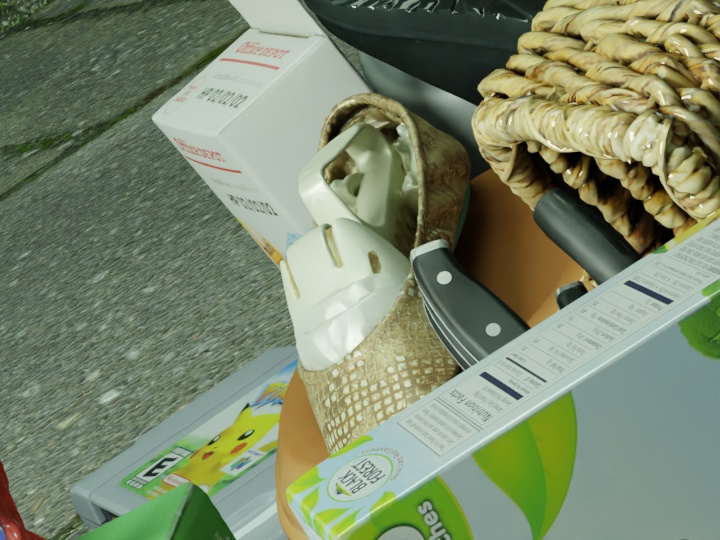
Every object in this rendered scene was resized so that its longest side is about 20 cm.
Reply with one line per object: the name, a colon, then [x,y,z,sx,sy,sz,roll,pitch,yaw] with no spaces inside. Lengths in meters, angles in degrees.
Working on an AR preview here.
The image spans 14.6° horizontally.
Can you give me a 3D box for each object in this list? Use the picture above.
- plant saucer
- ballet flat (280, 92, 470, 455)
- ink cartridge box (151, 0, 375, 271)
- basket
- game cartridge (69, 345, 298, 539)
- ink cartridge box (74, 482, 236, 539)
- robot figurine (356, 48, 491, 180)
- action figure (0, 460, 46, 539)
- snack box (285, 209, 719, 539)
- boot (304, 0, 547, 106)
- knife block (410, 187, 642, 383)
plant saucer: [0.041,0.023,1.012,0.200,0.037,0.200,-37,23,19]
ballet flat: [0.000,0.000,0.987,0.070,0.065,0.200,-39,22,20]
ink cartridge box: [-0.019,-0.042,1.231,0.068,0.200,0.115,-43,17,-10]
basket: [0.122,0.003,0.827,0.143,0.200,0.149,-25,26,46]
game cartridge: [-0.040,0.081,1.208,0.133,0.041,0.200,-31,15,-18]
ink cartridge box: [-0.056,0.170,0.734,0.084,0.146,0.200,-27,15,17]
robot figurine: [0.073,-0.087,1.280,0.169,0.200,0.113,-16,51,21]
action figure: [-0.126,0.082,0.696,0.065,0.099,0.200,-29,12,13]
snack box: [0.093,0.095,0.596,0.142,0.200,0.053,-32,16,-7]
boot: [0.071,-0.063,1.152,0.198,0.163,0.073,16,53,43]
knife block: [0.096,0.059,0.747,0.064,0.176,0.200,-39,17,-11]
